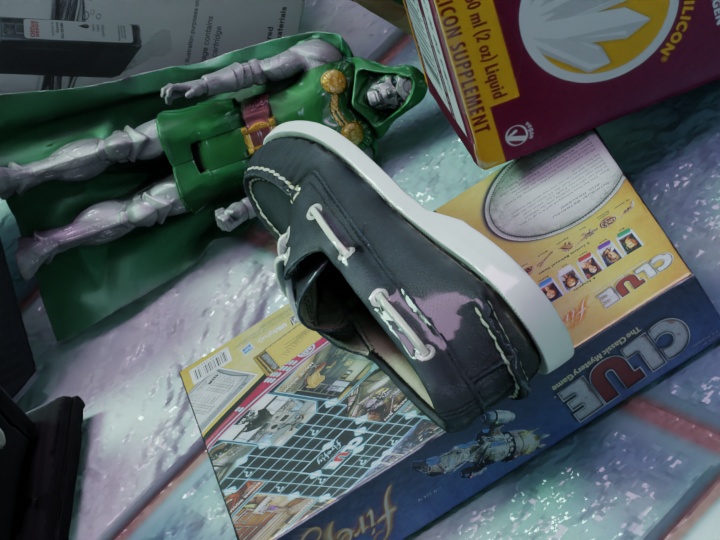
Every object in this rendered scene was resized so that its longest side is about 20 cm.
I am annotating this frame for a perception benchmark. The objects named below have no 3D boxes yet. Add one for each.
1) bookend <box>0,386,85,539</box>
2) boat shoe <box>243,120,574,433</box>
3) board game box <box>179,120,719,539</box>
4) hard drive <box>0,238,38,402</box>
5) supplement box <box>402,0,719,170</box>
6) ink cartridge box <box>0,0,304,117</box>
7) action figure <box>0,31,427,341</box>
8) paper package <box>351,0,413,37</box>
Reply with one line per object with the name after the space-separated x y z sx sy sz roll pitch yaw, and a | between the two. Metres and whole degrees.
-0.209 0.074 1.108 0.092 0.199 0.200 -25 33 19 | bookend
0.000 0.000 1.062 0.060 0.076 0.200 -38 32 -14 | boat shoe
0.032 0.033 1.093 0.200 0.035 0.136 -32 33 5 | board game box
-0.210 -0.017 1.294 0.042 0.135 0.200 -22 27 -21 | hard drive
0.115 -0.137 1.124 0.200 0.110 0.086 -21 34 -4 | supplement box
-0.142 -0.136 1.322 0.200 0.084 0.144 2 27 -19 | ink cartridge box
-0.065 -0.054 1.244 0.200 0.118 0.055 -20 10 4 | action figure
0.073 -0.208 1.236 0.200 0.103 0.191 -50 27 18 | paper package
